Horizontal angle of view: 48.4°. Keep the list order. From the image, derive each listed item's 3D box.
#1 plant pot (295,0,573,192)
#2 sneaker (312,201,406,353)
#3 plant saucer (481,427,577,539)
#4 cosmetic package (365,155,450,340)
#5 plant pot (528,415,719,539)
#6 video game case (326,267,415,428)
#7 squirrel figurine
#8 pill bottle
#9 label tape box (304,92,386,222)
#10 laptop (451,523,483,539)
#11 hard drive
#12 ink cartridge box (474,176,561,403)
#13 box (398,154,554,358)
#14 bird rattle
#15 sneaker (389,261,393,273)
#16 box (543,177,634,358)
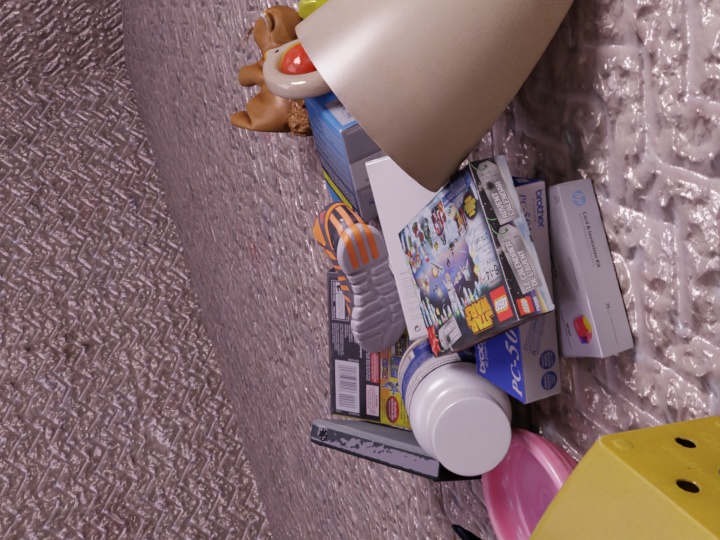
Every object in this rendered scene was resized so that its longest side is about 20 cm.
[{"bbox_3d":[0.079,-0.203,0.672,0.187,0.199,0.188,44,-162,-18],"label":"plant pot"},{"bbox_3d":[0.000,0.000,0.971,0.112,0.076,0.202,-126,19,-49],"label":"sneaker"},{"bbox_3d":[0.203,0.266,0.869,0.200,0.050,0.204,165,90,-70],"label":"plant saucer"},{"bbox_3d":[0.075,-0.032,0.912,0.108,0.083,0.204,-12,-91,-77],"label":"cosmetic package"},{"bbox_3d":[0.238,0.219,0.564,0.200,0.197,0.179,-140,51,-57],"label":"plant pot"},{"bbox_3d":[0.043,0.104,1.031,0.178,0.025,0.204,6,107,22],"label":"video game case"},{"bbox_3d":[-0.107,-0.312,1.249,0.199,0.140,0.190,25,117,47],"label":"squirrel figurine"},{"bbox_3d":[0.105,0.146,0.888,0.200,0.109,0.113,-108,8,-79],"label":"pill bottle"},{"bbox_3d":[-0.011,-0.156,1.132,0.144,0.065,0.202,54,165,46],"label":"label tape box"},{"bbox_3d":[0.181,0.423,0.941,0.199,0.104,0.177,38,-179,-33],"label":"laptop"},{"bbox_3d":[0.055,0.222,0.994,0.198,0.139,0.034,7,84,40],"label":"hard drive"},{"bbox_3d":[0.141,0.014,0.764,0.094,0.044,0.204,-152,51,-66],"label":"ink cartridge box"},{"bbox_3d":[0.098,-0.003,0.745,0.200,0.039,0.139,134,121,-69],"label":"box"},{"bbox_3d":[-0.048,-0.268,1.058,0.113,0.161,0.202,72,179,-50],"label":"bird rattle"},{"bbox_3d":[0.022,0.062,1.160,0.081,0.087,0.203,147,108,-68],"label":"sneaker"},{"bbox_3d":[0.174,0.007,0.793,0.200,0.041,0.159,161,95,-71],"label":"box"}]
